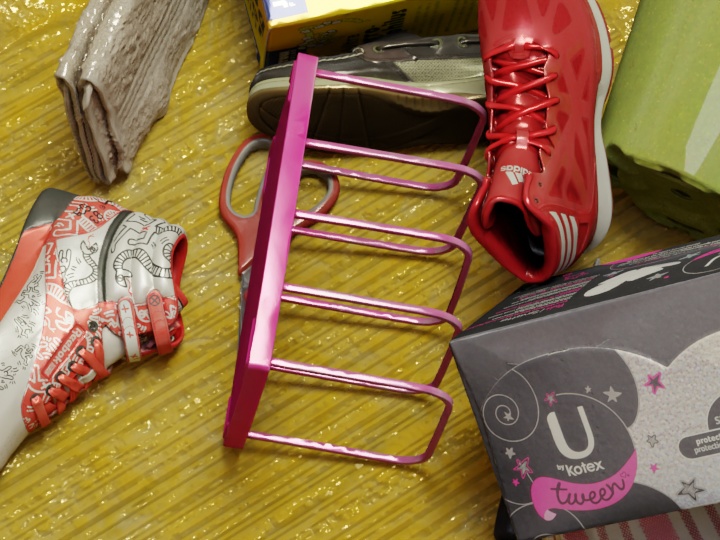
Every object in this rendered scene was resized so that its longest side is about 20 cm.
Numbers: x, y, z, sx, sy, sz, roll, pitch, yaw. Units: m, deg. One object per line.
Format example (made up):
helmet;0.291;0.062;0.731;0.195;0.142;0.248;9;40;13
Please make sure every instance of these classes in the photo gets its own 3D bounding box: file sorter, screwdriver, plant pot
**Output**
file sorter;0.000;0.000;1.505;0.125;0.139;0.200;10;66;-5
screwdriver;0.122;0.078;1.535;0.029;0.028;0.200;7;61;35
plant pot;0.236;-0.121;1.561;0.200;0.200;0.190;25;80;11

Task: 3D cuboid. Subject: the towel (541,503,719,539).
towel;0.223;0.171;1.490;0.200;0.030;0.146;-23;68;-12

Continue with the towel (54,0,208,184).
towel;-0.134;-0.162;1.590;0.034;0.133;0.200;16;66;11

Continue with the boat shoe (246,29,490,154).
boat shoe;0.026;-0.118;1.610;0.200;0.073;0.065;1;57;-9

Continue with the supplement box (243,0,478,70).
supplement box;0.022;-0.208;1.615;0.200;0.110;0.109;-14;79;-7

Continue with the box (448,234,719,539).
box;0.173;0.062;1.423;0.200;0.115;0.132;-15;99;31

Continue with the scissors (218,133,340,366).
scissors;-0.072;0.005;1.578;0.073;0.014;0.200;18;67;4

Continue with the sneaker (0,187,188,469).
sneaker;-0.170;0.047;1.525;0.108;0.067;0.202;13;62;9

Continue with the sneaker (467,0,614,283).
sneaker;0.101;-0.088;1.462;0.078;0.116;0.200;-9;107;21
